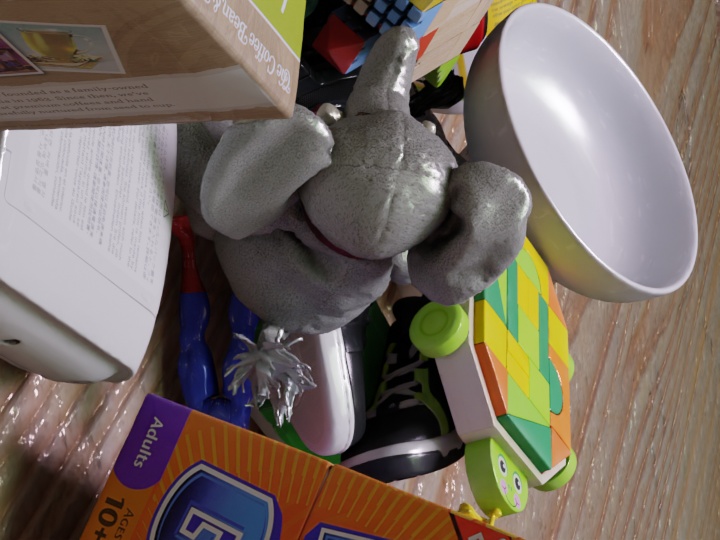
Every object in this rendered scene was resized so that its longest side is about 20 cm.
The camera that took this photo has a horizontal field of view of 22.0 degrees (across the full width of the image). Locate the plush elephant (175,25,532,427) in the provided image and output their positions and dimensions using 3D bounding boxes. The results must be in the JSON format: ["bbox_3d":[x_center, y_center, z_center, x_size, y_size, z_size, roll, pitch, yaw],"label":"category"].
[{"bbox_3d":[-0.009,-0.045,0.901,0.164,0.155,0.201,20,51,-24],"label":"plush elephant"}]

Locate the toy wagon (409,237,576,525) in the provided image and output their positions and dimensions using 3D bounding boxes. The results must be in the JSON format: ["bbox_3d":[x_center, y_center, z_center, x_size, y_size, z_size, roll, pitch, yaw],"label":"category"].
[{"bbox_3d":[0.079,0.062,1.030,0.155,0.039,0.201,50,32,-42],"label":"toy wagon"}]

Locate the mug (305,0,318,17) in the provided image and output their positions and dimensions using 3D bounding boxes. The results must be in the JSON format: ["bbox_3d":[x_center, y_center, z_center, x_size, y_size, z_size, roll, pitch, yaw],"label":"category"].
[{"bbox_3d":[-0.043,-0.237,0.949,0.186,0.152,0.114,60,23,3],"label":"mug"}]

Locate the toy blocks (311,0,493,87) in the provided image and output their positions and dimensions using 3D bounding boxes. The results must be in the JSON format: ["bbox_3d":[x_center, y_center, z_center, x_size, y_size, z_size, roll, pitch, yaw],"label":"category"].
[{"bbox_3d":[0.041,-0.168,0.989,0.137,0.100,0.200,-36,165,-52],"label":"toy blocks"}]

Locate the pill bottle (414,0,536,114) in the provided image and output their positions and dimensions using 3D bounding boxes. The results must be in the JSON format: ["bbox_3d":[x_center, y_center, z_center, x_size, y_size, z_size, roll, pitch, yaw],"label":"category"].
[{"bbox_3d":[0.070,-0.227,1.364,0.111,0.110,0.201,-63,146,-54],"label":"pill bottle"}]

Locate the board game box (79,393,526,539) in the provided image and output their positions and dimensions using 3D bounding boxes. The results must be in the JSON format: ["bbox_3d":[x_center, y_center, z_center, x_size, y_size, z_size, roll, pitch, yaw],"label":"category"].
[{"bbox_3d":[-0.021,0.206,0.856,0.201,0.199,0.200,-66,155,-12],"label":"board game box"}]

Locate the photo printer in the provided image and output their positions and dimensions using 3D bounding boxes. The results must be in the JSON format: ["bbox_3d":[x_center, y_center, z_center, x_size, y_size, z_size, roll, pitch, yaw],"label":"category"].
[{"bbox_3d":[-0.138,-0.045,0.797,0.200,0.069,0.168,47,44,-67],"label":"photo printer"}]

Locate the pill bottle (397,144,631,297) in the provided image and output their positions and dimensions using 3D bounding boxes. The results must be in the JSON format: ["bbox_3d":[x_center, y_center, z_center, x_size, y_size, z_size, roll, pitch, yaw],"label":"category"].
[{"bbox_3d":[0.103,-0.035,1.321,0.200,0.114,0.115,132,-27,-55],"label":"pill bottle"}]

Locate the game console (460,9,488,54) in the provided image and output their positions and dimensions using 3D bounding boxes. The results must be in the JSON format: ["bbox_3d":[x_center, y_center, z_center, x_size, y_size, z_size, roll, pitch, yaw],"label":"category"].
[{"bbox_3d":[0.041,-0.242,1.146,0.177,0.031,0.202,-121,-156,-71],"label":"game console"}]

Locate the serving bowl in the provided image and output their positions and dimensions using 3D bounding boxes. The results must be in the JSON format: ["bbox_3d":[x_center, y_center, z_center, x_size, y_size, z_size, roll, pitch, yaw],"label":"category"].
[{"bbox_3d":[0.128,-0.066,1.168,0.200,0.066,0.201,32,44,-36],"label":"serving bowl"}]

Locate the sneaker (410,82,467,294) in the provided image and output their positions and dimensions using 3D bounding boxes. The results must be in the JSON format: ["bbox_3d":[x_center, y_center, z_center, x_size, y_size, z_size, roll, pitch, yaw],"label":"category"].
[{"bbox_3d":[0.039,-0.049,1.228,0.201,0.075,0.115,63,0,20],"label":"sneaker"}]

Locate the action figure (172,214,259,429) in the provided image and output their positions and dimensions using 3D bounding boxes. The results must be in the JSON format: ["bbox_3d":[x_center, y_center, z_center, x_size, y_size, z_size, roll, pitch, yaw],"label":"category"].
[{"bbox_3d":[-0.082,0.073,0.974,0.099,0.065,0.202,-25,112,-76],"label":"action figure"}]

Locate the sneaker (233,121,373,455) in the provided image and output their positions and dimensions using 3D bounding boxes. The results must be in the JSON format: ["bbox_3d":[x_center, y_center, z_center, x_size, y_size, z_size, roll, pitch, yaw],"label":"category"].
[{"bbox_3d":[0.000,0.000,1.027,0.073,0.111,0.201,-50,-129,54],"label":"sneaker"}]

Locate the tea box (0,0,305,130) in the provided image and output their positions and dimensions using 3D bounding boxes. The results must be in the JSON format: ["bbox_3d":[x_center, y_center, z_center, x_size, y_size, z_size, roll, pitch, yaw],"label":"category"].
[{"bbox_3d":[-0.126,-0.161,0.647,0.134,0.198,0.198,45,48,-64],"label":"tea box"}]

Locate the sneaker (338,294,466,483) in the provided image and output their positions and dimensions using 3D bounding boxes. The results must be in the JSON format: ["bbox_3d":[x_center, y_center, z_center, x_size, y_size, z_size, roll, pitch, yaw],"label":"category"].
[{"bbox_3d":[0.028,0.060,1.060,0.083,0.071,0.200,68,24,-9],"label":"sneaker"}]

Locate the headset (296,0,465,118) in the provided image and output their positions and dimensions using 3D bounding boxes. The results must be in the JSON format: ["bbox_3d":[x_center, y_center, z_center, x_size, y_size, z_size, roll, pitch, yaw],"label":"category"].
[{"bbox_3d":[-0.018,-0.142,1.096,0.200,0.093,0.124,46,28,-47],"label":"headset"}]

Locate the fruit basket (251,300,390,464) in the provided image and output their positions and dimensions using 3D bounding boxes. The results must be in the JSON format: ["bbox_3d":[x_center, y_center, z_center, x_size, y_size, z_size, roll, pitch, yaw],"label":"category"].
[{"bbox_3d":[-0.024,0.020,1.148,0.185,0.093,0.201,59,19,-56],"label":"fruit basket"}]
